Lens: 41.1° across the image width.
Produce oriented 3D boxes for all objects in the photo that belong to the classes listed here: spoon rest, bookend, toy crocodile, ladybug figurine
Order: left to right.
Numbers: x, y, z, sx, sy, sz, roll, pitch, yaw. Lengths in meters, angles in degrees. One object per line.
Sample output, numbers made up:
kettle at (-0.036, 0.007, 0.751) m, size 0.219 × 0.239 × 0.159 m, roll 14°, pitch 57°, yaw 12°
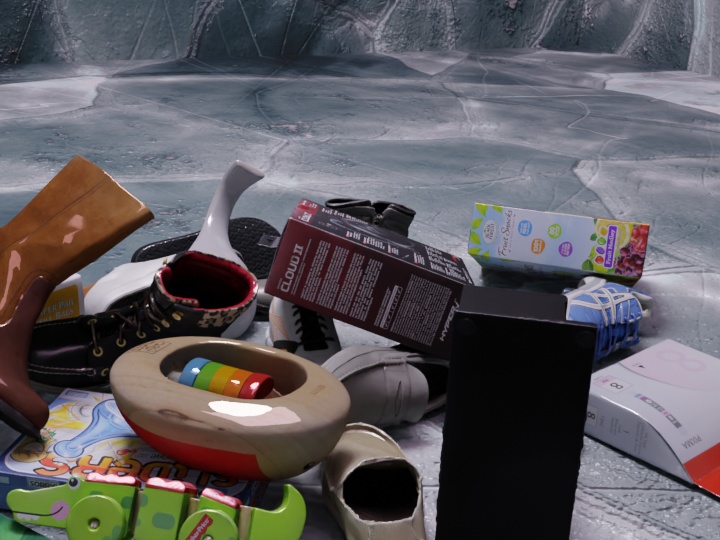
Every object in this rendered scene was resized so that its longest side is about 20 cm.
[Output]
toy crocodile at (-0.136, 0.164, 0.647) m, size 0.198 × 0.062 × 0.068 m, roll 7°, pitch -15°, yaw 2°
ladybug figurine at (-0.103, 0.106, 0.730) m, size 0.198 × 0.073 × 0.136 m, roll 13°, pitch 22°, yaw 23°
spoon rest at (-0.147, -0.019, 1.042) m, size 0.099 × 0.202 × 0.060 m, roll 27°, pitch -33°, yaw -33°
bookend at (0.114, 0.092, 0.714) m, size 0.091 × 0.201 × 0.200 m, roll 6°, pitch 20°, yaw 9°

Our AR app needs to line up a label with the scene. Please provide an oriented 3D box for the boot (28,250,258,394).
boot at (-0.196, 0.046, 0.838) m, size 0.198 × 0.151 × 0.074 m, roll 6°, pitch 56°, yaw -35°

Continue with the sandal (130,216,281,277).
sandal at (-0.184, -0.021, 1.162) m, size 0.199 × 0.076 × 0.048 m, roll -10°, pitch 6°, yaw -31°

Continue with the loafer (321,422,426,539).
loafer at (0.014, 0.161, 0.703) m, size 0.075 × 0.069 × 0.200 m, roll -2°, pitch 21°, yaw -11°

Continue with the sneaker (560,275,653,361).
sneaker at (0.254, 0.052, 1.009) m, size 0.076 × 0.077 × 0.200 m, roll 8°, pitch 22°, yaw 26°

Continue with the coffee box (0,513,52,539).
coffee box at (-0.247, 0.205, 0.591) m, size 0.198 × 0.044 × 0.123 m, roll 15°, pitch 24°, yaw 30°

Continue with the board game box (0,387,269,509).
board game box at (-0.170, 0.149, 0.760) m, size 0.198 × 0.035 × 0.136 m, roll 5°, pitch 21°, yaw 7°

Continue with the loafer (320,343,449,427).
loafer at (0.027, 0.101, 0.842) m, size 0.069 × 0.071 × 0.199 m, roll 15°, pitch 16°, yaw 35°

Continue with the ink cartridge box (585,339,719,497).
ink cartridge box at (0.311, 0.132, 0.850) m, size 0.161 × 0.058 × 0.199 m, roll -15°, pitch 22°, yaw -39°

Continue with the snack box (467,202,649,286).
snack box at (0.237, -0.028, 1.155) m, size 0.198 × 0.068 × 0.169 m, roll 9°, pitch -3°, yaw 14°

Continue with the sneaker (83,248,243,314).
sneaker at (-0.223, 0.008, 1.069) m, size 0.084 × 0.074 × 0.199 m, roll 24°, pitch 31°, yaw 39°

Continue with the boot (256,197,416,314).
boot at (-0.038, -0.021, 1.087) m, size 0.198 × 0.132 × 0.068 m, roll -3°, pitch 21°, yaw -14°

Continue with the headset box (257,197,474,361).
headset box at (0.000, 0.000, 0.911) m, size 0.198 × 0.078 × 0.149 m, roll 19°, pitch 10°, yaw -3°

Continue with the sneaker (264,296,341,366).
sneaker at (-0.056, 0.066, 0.935) m, size 0.073 × 0.081 × 0.200 m, roll -3°, pitch 23°, yaw -18°

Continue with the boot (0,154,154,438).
boot at (-0.250, 0.016, 0.791) m, size 0.200 × 0.069 × 0.188 m, roll -40°, pitch 56°, yaw -18°

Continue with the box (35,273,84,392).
box at (-0.369, 0.041, 0.925) m, size 0.199 × 0.102 × 0.112 m, roll 17°, pitch 26°, yaw 33°
